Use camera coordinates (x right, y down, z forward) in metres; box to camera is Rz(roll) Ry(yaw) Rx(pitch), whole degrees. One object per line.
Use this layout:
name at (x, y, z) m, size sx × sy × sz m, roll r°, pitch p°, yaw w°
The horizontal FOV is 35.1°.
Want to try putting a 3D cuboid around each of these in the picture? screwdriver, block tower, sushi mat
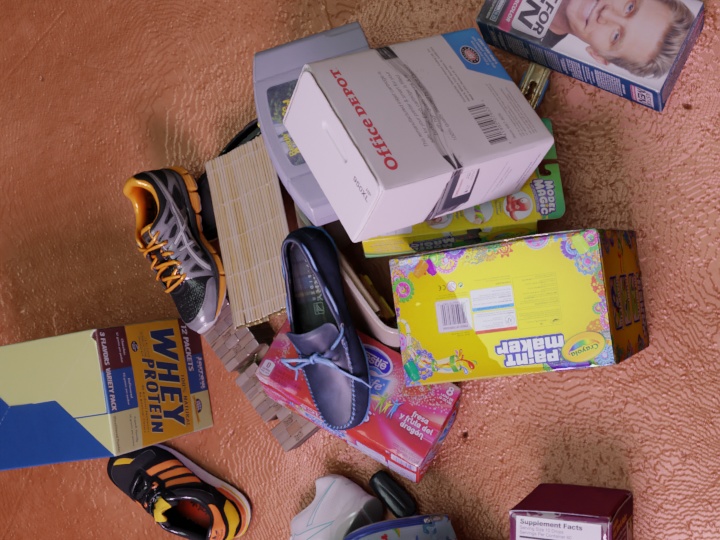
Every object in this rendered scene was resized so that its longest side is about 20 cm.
screwdriver at (0.084, 0.293, 1.231) m, size 0.200 × 0.028 × 0.029 m, roll 43°, pitch 136°, yaw 15°
block tower at (-0.114, 0.107, 1.294) m, size 0.058 × 0.054 × 0.201 m, roll -40°, pitch 76°, yaw 19°
sushi mat at (-0.116, -0.042, 1.221) m, size 0.095 × 0.012 × 0.202 m, roll -24°, pitch 67°, yaw 27°

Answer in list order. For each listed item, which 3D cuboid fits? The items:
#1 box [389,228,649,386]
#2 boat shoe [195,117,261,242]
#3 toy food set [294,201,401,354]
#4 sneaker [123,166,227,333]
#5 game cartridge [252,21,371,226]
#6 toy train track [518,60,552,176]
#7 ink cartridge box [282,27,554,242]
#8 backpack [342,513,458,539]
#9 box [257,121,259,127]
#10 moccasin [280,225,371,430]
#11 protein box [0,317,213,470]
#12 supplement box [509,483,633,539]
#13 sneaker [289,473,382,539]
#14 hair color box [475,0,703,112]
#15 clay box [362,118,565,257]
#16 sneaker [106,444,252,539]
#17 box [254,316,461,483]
box at (0.159, 0.032, 1.097) m, size 0.198 × 0.192 × 0.124 m, roll -9°, pitch 88°, yaw 24°
boat shoe at (-0.146, -0.104, 1.298) m, size 0.201 × 0.063 × 0.074 m, roll -41°, pitch 78°, yaw 21°
toy food set at (0.000, 0.000, 1.199) m, size 0.060 × 0.144 × 0.201 m, roll -34°, pitch 77°, yaw -9°
sneaker at (-0.211, -0.023, 1.269) m, size 0.078 × 0.077 × 0.202 m, roll -35°, pitch 67°, yaw 36°
game cartridge at (-0.032, -0.146, 1.117) m, size 0.132 × 0.041 × 0.202 m, roll -20°, pitch 65°, yaw -2°
toy train track at (0.161, -0.143, 1.178) m, size 0.114 × 0.032 × 0.202 m, roll 24°, pitch 94°, yaw 18°
ink cartridge box at (0.051, -0.127, 1.033) m, size 0.145 × 0.198 × 0.084 m, roll 59°, pitch 146°, yaw 21°
backpack at (0.028, 0.345, 1.149) m, size 0.184 × 0.198 × 0.148 m, roll -55°, pitch 51°, yaw 33°
box at (-0.004, -0.163, 1.199) m, size 0.197 × 0.064 × 0.071 m, roll 13°, pitch 97°, yaw 4°
moccasin at (-0.047, 0.060, 1.105) m, size 0.080 × 0.068 × 0.202 m, roll -18°, pitch 87°, yaw 24°
protein box at (-0.309, 0.139, 1.301) m, size 0.196 × 0.200 × 0.137 m, roll -10°, pitch 88°, yaw 23°
supplement box at (0.209, 0.325, 1.120) m, size 0.102 × 0.131 × 0.203 m, roll 1°, pitch 91°, yaw 23°
sneaker at (-0.048, 0.320, 1.274) m, size 0.080 × 0.070 × 0.202 m, roll 34°, pitch 102°, yaw 34°
hair color box at (0.225, -0.243, 1.118) m, size 0.198 × 0.060 × 0.101 m, roll 26°, pitch 86°, yaw 20°
clay box at (0.096, -0.083, 1.123) m, size 0.197 × 0.048 × 0.116 m, roll -6°, pitch 68°, yaw 3°
sneaker at (-0.227, 0.260, 1.329) m, size 0.198 × 0.090 × 0.071 m, roll 21°, pitch 100°, yaw 21°
box at (-0.001, 0.127, 1.193) m, size 0.198 × 0.100 × 0.096 m, roll 28°, pitch 73°, yaw 13°
